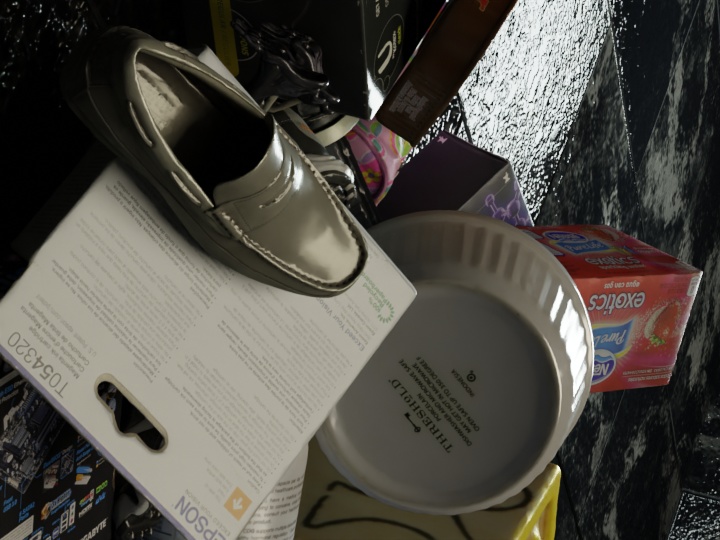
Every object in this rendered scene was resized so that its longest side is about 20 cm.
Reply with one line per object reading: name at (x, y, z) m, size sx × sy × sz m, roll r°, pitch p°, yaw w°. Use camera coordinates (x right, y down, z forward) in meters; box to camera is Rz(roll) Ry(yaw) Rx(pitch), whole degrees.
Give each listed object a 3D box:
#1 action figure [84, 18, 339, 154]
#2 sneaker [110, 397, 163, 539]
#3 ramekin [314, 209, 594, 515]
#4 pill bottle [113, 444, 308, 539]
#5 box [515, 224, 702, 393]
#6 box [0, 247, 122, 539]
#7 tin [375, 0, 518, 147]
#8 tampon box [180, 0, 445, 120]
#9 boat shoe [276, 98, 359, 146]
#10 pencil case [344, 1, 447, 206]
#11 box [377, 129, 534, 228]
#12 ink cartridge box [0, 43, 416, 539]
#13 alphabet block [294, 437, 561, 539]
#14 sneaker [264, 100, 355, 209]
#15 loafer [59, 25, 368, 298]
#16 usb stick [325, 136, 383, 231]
action figure at (-0.098, -0.056, 1.201) m, size 0.200 × 0.102 × 0.119 m, roll -54°, pitch 176°, yaw 19°
sneaker at (-0.089, 0.066, 1.220) m, size 0.200 × 0.091 × 0.066 m, roll -41°, pitch 166°, yaw 12°
ramekin at (0.053, 0.067, 1.353) m, size 0.094 × 0.202 × 0.203 m, roll -76°, pitch 175°, yaw -73°
pill bottle at (-0.095, 0.144, 1.318) m, size 0.113 × 0.113 × 0.200 m, roll -15°, pitch 118°, yaw -68°
box at (0.140, 0.028, 1.492) m, size 0.200 × 0.100 × 0.096 m, roll -3°, pitch 115°, yaw -45°
box at (-0.193, 0.092, 1.107) m, size 0.200 × 0.050 × 0.199 m, roll -38°, pitch 137°, yaw -60°
tin at (0.060, -0.146, 1.324) m, size 0.112 × 0.042 × 0.200 m, roll -62°, pitch -176°, yaw -18°
tampon box at (-0.015, -0.220, 1.263) m, size 0.150 × 0.126 × 0.200 m, roll 86°, pitch 27°, yaw -46°
boat shoe at (-0.014, -0.157, 1.404) m, size 0.199 × 0.074 × 0.066 m, roll -55°, pitch 129°, yaw -44°
pencil case at (0.016, -0.119, 1.482) m, size 0.200 × 0.087 × 0.088 m, roll -57°, pitch 153°, yaw -47°
box at (0.037, 0.018, 1.518) m, size 0.200 × 0.079 × 0.141 m, roll -44°, pitch 133°, yaw -19°
ink cartridge box at (-0.088, 0.019, 1.102) m, size 0.196 × 0.043 × 0.200 m, roll 50°, pitch 65°, yaw -28°
alphabet block at (0.026, 0.247, 1.598) m, size 0.195 × 0.200 × 0.197 m, roll -49°, pitch 148°, yaw -52°
sneaker at (-0.055, -0.044, 1.327) m, size 0.074 × 0.079 × 0.200 m, roll -25°, pitch 164°, yaw -21°
loafer at (-0.064, -0.050, 1.048) m, size 0.200 × 0.070 × 0.070 m, roll 38°, pitch 71°, yaw -31°
usb stick at (0.000, 0.000, 1.404) m, size 0.033 × 0.055 × 0.200 m, roll -78°, pitch 145°, yaw -74°
